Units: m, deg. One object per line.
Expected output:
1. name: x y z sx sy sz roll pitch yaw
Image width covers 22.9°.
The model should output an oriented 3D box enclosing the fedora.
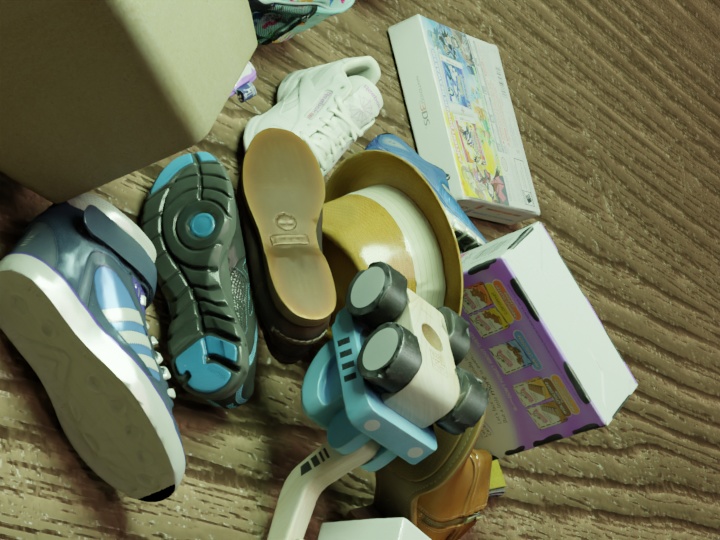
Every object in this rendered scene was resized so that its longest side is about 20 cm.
1. fedora: 0.000 0.000 1.459 0.082 0.200 0.201 -8 79 -36

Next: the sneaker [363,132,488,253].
1. sneaker: 0.073 -0.055 1.695 0.200 0.078 0.089 50 32 -23

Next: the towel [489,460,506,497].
1. towel: 0.082 0.120 1.665 0.143 0.023 0.201 10 64 -58

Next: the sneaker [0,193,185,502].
1. sneaker: -0.159 0.041 1.221 0.200 0.080 0.147 56 35 -14

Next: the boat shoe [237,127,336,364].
1. boat shoe: -0.064 -0.020 1.401 0.070 0.070 0.201 7 50 -16

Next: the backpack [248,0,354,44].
1. backpack: -0.080 -0.287 1.513 0.200 0.150 0.178 -2 71 -66

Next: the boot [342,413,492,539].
1. boot: 0.074 0.164 1.460 0.077 0.201 0.155 35 22 29

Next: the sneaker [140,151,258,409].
1. sneaker: -0.119 0.009 1.348 0.082 0.073 0.201 59 24 -68

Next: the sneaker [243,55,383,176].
1. sneaker: -0.038 -0.126 1.525 0.075 0.099 0.200 56 32 -27

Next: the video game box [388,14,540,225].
1. video game box: 0.111 -0.153 1.866 0.182 0.047 0.201 11 63 -61

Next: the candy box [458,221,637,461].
1. candy box: 0.108 0.072 1.526 0.072 0.200 0.168 -42 103 -46

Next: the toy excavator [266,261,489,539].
1. toy excavator: -0.007 0.125 1.347 0.100 0.200 0.195 34 30 -34

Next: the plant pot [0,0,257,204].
1. plant pot: -0.181 -0.166 1.181 0.177 0.200 0.200 55 31 -24

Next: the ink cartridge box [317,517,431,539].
1. ink cartridge box: 0.019 0.305 1.335 0.146 0.084 0.201 43 50 -39

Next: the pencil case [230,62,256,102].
1. pencil case: -0.159 -0.212 1.391 0.085 0.084 0.200 -36 105 -36
